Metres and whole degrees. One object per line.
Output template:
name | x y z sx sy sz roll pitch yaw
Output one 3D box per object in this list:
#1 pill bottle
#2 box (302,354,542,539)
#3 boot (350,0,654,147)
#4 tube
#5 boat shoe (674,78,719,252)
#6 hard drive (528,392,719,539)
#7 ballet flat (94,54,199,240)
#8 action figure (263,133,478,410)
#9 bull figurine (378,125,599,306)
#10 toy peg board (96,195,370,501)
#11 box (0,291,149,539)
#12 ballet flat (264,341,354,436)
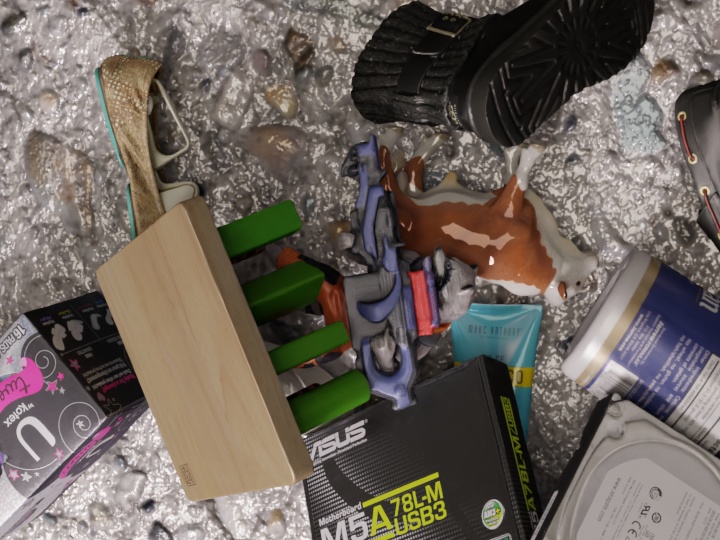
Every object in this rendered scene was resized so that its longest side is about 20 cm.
pill bottle | 0.259 0.082 0.832 0.198 0.111 0.112 33 105 7
box | 0.047 0.193 0.868 0.198 0.047 0.196 -28 61 31
boot | 0.105 -0.175 0.847 0.157 0.210 0.080 20 139 50
tube | 0.108 0.127 0.914 0.076 0.050 0.204 2 95 11
boat shoe | 0.289 -0.045 0.835 0.063 0.073 0.204 -5 110 50
hard drive | 0.225 0.197 0.775 0.198 0.038 0.141 33 71 0
ballet flat | -0.171 -0.083 0.941 0.064 0.071 0.203 -12 99 1
action figure | 0.000 0.000 0.868 0.190 0.104 0.204 0 92 21
bull figurine | 0.092 -0.043 0.880 0.197 0.065 0.124 9 97 12
toy peg board | -0.092 0.055 0.843 0.198 0.097 0.203 -25 87 57
box | -0.283 0.133 0.964 0.200 0.132 0.115 -45 85 16
ballet flat | -0.099 0.086 0.946 0.198 0.069 0.070 33 105 7
